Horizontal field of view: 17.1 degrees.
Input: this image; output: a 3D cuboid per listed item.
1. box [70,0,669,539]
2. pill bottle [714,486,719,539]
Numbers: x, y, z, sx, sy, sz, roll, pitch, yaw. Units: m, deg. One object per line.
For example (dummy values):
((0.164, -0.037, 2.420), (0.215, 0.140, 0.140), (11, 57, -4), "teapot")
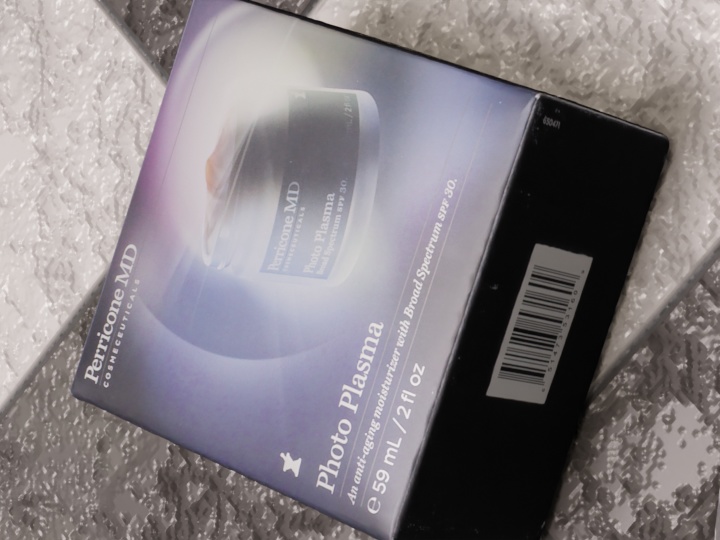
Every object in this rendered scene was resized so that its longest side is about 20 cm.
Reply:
((0.000, 0.000, 1.070), (0.198, 0.123, 0.201), (21, 95, 36), "box")
((0.189, 0.143, 0.922), (0.113, 0.113, 0.201), (3, 84, 35), "pill bottle")
